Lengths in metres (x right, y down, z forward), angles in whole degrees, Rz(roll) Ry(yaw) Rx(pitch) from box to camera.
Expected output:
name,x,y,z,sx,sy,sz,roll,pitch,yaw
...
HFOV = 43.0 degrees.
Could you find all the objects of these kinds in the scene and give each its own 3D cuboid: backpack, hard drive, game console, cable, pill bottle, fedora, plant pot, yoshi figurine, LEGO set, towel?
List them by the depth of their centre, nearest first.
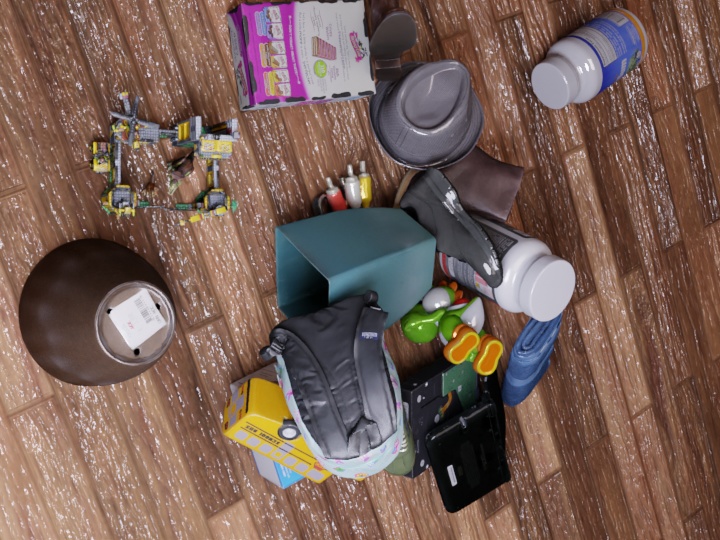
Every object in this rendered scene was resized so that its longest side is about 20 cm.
name,x,y,z,sx,sy,sz,roll,pitch,yaw
plant pot,-0.296,0.055,1.094,0.184,0.199,0.191,0,91,-30
backpack,-0.016,0.147,1.116,0.164,0.127,0.202,-22,60,2
LEGO set,-0.237,-0.134,1.172,0.197,0.115,0.157,9,87,-30
plant pot,0.000,0.000,1.276,0.198,0.141,0.143,-22,134,-28
cable,-0.005,-0.055,1.352,0.096,0.050,0.203,-26,104,-26
fedora,0.106,-0.248,1.357,0.200,0.090,0.177,-41,83,-22
yoshi figurine,0.122,0.092,1.364,0.110,0.200,0.114,-18,118,-13
hard drive,0.118,0.210,1.390,0.199,0.037,0.143,-23,117,-49
pill bottle,0.221,-0.006,1.390,0.114,0.199,0.118,-17,121,-31
game console,0.168,0.245,1.419,0.174,0.117,0.202,-28,132,-10
towel,0.270,0.138,1.448,0.048,0.201,0.112,31,66,17
pill bottle,0.383,-0.353,1.544,0.199,0.111,0.113,-35,108,-25

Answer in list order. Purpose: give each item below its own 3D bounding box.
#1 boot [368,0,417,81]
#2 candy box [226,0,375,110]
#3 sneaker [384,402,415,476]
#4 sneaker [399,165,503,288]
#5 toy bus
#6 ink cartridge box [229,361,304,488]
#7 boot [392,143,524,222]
name,x,y,z,sx,sy,sz,roll,pitch,yaw
boot,0.034,-0.394,1.278,0.063,0.187,0.204,-2,77,-8
candy box,-0.082,-0.306,1.295,0.197,0.061,0.139,-11,96,-30
sneaker,0.031,0.207,1.246,0.066,0.090,0.204,-14,109,3
sneaker,0.132,-0.050,1.320,0.090,0.076,0.201,-37,73,6
toy bus,-0.078,0.216,1.195,0.199,0.078,0.066,34,31,-27
ink cartridge box,-0.065,0.191,1.302,0.198,0.084,0.149,-24,104,-29
boot,0.145,-0.108,1.387,0.164,0.073,0.202,23,69,11
